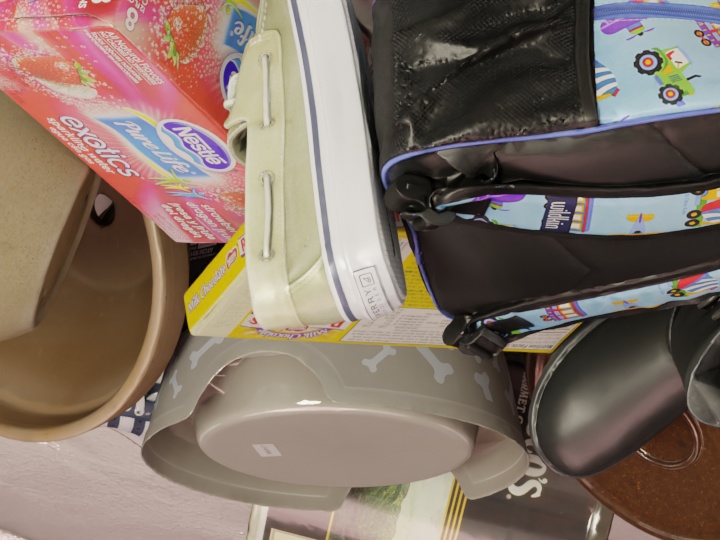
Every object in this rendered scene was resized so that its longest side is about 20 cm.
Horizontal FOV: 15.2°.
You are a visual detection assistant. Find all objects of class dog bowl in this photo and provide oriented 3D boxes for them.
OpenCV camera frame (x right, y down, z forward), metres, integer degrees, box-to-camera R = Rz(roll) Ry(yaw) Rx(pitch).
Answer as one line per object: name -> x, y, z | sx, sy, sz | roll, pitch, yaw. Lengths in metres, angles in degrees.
dog bowl -> -0.012, 0.071, 1.383 | 0.198, 0.059, 0.200 | 2, 159, 1

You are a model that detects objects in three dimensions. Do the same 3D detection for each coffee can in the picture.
coffee can -> 0.046, 0.116, 1.569 | 0.198, 0.147, 0.147 | 14, 159, 2

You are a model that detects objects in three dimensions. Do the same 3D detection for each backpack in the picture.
backpack -> 0.112, -0.063, 1.102 | 0.198, 0.136, 0.183 | -9, 155, 9

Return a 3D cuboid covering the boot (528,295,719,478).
boot -> 0.152, 0.048, 1.226 | 0.066, 0.165, 0.200 | 45, -176, -9

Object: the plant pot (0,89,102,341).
plant pot -> -0.194, -0.039, 1.240 | 0.134, 0.201, 0.200 | 22, 159, 1

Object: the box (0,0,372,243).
box -> -0.081, -0.098, 1.185 | 0.095, 0.100, 0.200 | 1, 155, 31

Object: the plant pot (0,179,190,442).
plant pot -> -0.156, -0.021, 1.377 | 0.200, 0.203, 0.093 | 1, -164, 32

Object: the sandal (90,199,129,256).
sandal -> -0.118, -0.006, 1.491 | 0.081, 0.055, 0.200 | 0, 148, -16

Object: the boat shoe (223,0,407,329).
boat shoe -> -0.026, -0.064, 1.100 | 0.062, 0.201, 0.072 | -13, 140, 5

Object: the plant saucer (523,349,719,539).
plant saucer -> 0.162, 0.073, 1.408 | 0.199, 0.034, 0.201 | 24, 136, 26

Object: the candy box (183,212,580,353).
candy box -> 0.029, 0.001, 1.236 | 0.199, 0.027, 0.102 | 4, 150, -30

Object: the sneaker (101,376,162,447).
sneaker -> -0.130, 0.077, 1.688 | 0.108, 0.071, 0.199 | -1, 161, 46

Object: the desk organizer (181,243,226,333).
desk organizer -> 0.000, 0.000, 1.376 | 0.199, 0.072, 0.077 | -14, 153, 36
